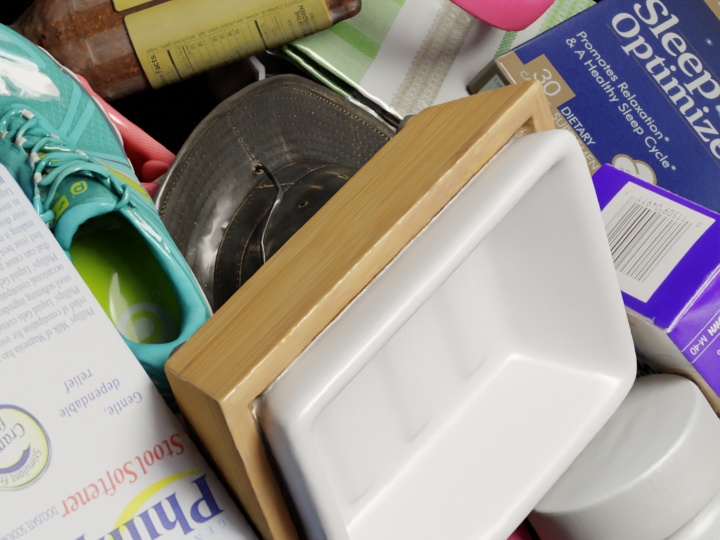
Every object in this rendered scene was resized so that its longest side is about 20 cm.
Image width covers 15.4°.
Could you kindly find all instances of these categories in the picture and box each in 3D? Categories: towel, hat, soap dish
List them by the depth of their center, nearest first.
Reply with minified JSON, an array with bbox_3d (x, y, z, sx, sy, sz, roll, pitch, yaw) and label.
[{"bbox_3d":[0.018,0.040,1.051,0.200,0.081,0.157,-45,135,-29],"label":"soap dish"},{"bbox_3d":[0.000,0.000,1.156,0.200,0.081,0.201,15,70,-46],"label":"hat"},{"bbox_3d":[0.066,-0.094,1.294,0.200,0.031,0.149,35,49,-8],"label":"towel"}]

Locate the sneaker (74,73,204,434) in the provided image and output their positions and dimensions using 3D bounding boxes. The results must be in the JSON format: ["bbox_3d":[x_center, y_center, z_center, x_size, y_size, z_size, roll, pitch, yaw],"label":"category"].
[{"bbox_3d":[-0.092,-0.003,1.164,0.200,0.087,0.074,46,50,-1],"label":"sneaker"}]

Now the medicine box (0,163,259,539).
[{"bbox_3d":[-0.158,0.092,1.046,0.103,0.182,0.200,-31,83,-38],"label":"medicine box"}]

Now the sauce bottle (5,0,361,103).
[{"bbox_3d":[-0.101,-0.115,1.214,0.200,0.066,0.066,-17,70,3],"label":"sauce bottle"}]

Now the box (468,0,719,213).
[{"bbox_3d":[0.158,-0.085,1.304,0.200,0.032,0.121,-31,80,-40],"label":"box"}]

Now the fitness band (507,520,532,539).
[{"bbox_3d":[0.014,0.170,1.124,0.143,0.037,0.200,-8,88,-15],"label":"fitness band"}]

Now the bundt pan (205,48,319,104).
[{"bbox_3d":[0.007,-0.101,1.323,0.202,0.076,0.202,14,59,-25],"label":"bundt pan"}]

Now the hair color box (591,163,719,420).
[{"bbox_3d":[0.171,0.048,1.200,0.065,0.109,0.200,-50,125,-7],"label":"hair color box"}]

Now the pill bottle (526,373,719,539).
[{"bbox_3d":[0.155,0.149,1.154,0.200,0.109,0.110,56,48,-20],"label":"pill bottle"}]

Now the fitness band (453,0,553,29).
[{"bbox_3d":[0.017,-0.193,1.232,0.200,0.037,0.144,47,19,4],"label":"fitness band"}]

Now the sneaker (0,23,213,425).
[{"bbox_3d":[-0.115,-0.029,1.067,0.077,0.080,0.200,-34,76,-15],"label":"sneaker"}]

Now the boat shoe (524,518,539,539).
[{"bbox_3d":[0.072,0.081,1.212,0.075,0.066,0.200,62,36,-52],"label":"boat shoe"}]
